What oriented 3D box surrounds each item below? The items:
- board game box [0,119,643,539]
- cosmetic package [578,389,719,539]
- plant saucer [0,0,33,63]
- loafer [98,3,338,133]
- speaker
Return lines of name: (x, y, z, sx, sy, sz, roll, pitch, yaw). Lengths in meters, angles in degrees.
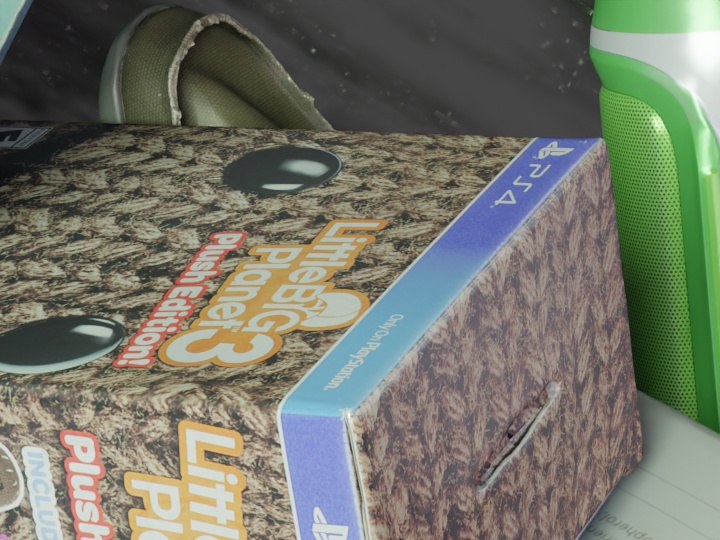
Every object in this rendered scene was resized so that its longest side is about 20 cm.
board game box: (-0.050, 0.036, 0.732, 0.159, 0.200, 0.097, -46, 133, -54)
cosmetic package: (0.061, 0.167, 0.767, 0.200, 0.166, 0.167, -28, 125, -26)
plant saucer: (-0.084, -0.106, 0.719, 0.036, 0.200, 0.200, 28, 94, -8)
loafer: (0.000, 0.000, 0.837, 0.200, 0.070, 0.075, 53, 44, -17)
speaker: (0.122, 0.000, 0.911, 0.088, 0.088, 0.200, -12, 104, -25)
